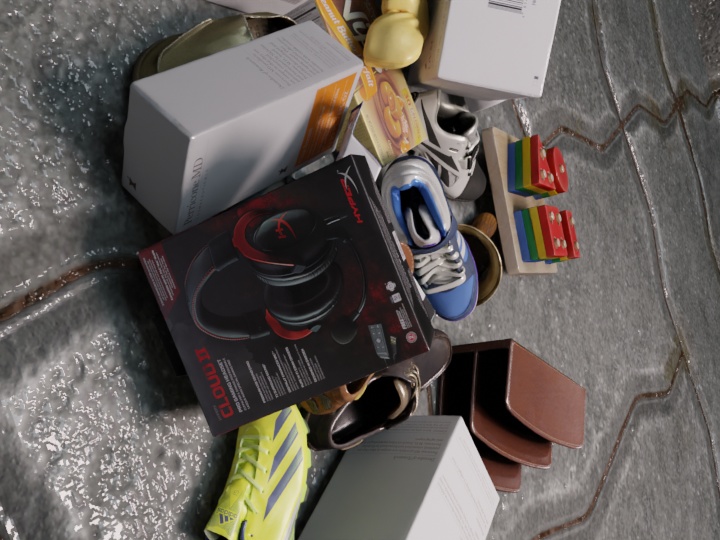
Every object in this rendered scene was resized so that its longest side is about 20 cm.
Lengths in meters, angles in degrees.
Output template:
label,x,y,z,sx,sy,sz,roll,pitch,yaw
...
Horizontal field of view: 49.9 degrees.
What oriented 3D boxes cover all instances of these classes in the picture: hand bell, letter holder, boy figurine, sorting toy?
label,x,y,z,sx,sy,sz,roll,pitch,yaw
hand bell,0.148,-0.038,0.987,0.106,0.103,0.200,67,27,-12
letter holder,0.186,0.187,0.940,0.199,0.099,0.145,32,58,-43
boy figurine,0.044,-0.291,0.844,0.125,0.063,0.203,72,24,-60
sorting toy,0.255,-0.100,1.114,0.199,0.069,0.203,0,79,-61

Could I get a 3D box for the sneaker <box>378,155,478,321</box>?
label,x,y,z,sx,sy,sz,roll,pitch,yaw
sneaker,0.072,-0.022,0.820,0.147,0.079,0.204,-60,133,-73

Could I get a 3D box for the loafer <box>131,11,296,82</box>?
label,x,y,z,sx,sy,sz,roll,pitch,yaw
loafer,-0.122,-0.189,0.684,0.077,0.067,0.201,60,40,-20

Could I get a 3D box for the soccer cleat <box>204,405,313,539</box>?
label,x,y,z,sx,sy,sz,roll,pitch,yaw
soccer cleat,-0.086,0.183,0.621,0.083,0.064,0.204,18,66,-45

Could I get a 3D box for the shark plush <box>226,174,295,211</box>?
label,x,y,z,sx,sy,sz,roll,pitch,yaw
shark plush,-0.095,-0.070,0.688,0.082,0.091,0.204,13,72,-15

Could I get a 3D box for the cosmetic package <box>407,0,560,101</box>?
label,x,y,z,sx,sy,sz,roll,pitch,yaw
cosmetic package,0.139,-0.305,0.878,0.200,0.120,0.204,-114,-146,-79

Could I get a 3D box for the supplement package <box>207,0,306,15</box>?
label,x,y,z,sx,sy,sz,roll,pitch,yaw
supplement package,-0.099,-0.364,0.730,0.109,0.112,0.204,-2,81,-50

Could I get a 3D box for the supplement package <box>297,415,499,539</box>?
label,x,y,z,sx,sy,sz,roll,pitch,yaw
supplement package,0.031,0.245,0.702,0.201,0.116,0.118,-55,128,-44

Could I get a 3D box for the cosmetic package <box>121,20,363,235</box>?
label,x,y,z,sx,sy,sz,roll,pitch,yaw
cosmetic package,-0.093,-0.123,0.636,0.071,0.102,0.199,40,47,16

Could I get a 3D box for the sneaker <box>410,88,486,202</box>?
label,x,y,z,sx,sy,sz,roll,pitch,yaw
sneaker,0.120,-0.154,0.970,0.199,0.087,0.075,34,52,-43

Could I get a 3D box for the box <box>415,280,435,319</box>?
label,x,y,z,sx,sy,sz,roll,pitch,yaw
box,0.000,0.000,0.797,0.201,0.049,0.083,57,43,-24

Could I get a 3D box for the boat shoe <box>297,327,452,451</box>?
label,x,y,z,sx,sy,sz,roll,pitch,yaw
boat shoe,0.024,0.118,0.733,0.198,0.073,0.076,-28,117,-33

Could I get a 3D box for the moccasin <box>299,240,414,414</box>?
label,x,y,z,sx,sy,sz,roll,pitch,yaw
moccasin,0.008,0.041,0.696,0.074,0.077,0.202,61,39,-20

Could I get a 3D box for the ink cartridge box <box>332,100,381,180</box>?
label,x,y,z,sx,sy,sz,roll,pitch,yaw
ink cartridge box,-0.025,-0.041,0.669,0.039,0.099,0.203,21,96,-7

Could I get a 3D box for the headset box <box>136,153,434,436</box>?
label,x,y,z,sx,sy,sz,roll,pitch,yaw
headset box,-0.061,0.021,0.583,0.075,0.197,0.151,-37,105,-79

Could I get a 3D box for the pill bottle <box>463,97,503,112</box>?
label,x,y,z,sx,sy,sz,roll,pitch,yaw
pill bottle,0.148,-0.323,1.035,0.111,0.110,0.203,-39,109,-49

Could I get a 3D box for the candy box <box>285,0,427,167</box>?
label,x,y,z,sx,sy,sz,roll,pitch,yaw
candy box,-0.005,-0.216,0.850,0.115,0.055,0.203,-38,108,-52
